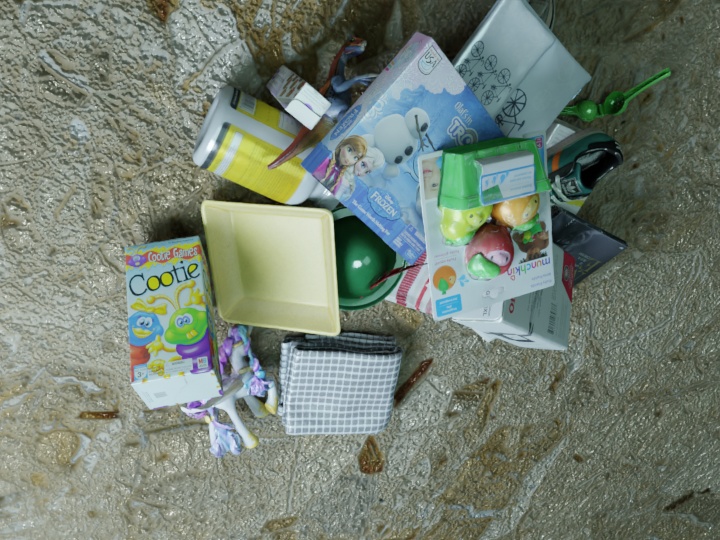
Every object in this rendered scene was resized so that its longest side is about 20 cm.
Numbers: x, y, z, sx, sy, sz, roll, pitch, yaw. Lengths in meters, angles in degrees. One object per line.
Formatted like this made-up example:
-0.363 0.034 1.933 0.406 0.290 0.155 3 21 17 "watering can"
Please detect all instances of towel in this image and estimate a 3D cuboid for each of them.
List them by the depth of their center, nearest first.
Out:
0.082 -0.010 1.019 0.199 0.023 0.145 18 109 -21 "towel"
-0.037 0.192 1.050 0.198 0.086 0.167 3 114 -15 "towel"

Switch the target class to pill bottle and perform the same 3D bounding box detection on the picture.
-0.115 -0.156 0.847 0.199 0.112 0.112 23 108 -23 "pill bottle"

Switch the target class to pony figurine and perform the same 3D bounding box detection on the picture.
-0.214 0.189 0.977 0.193 0.166 0.201 -35 124 -41 "pony figurine"

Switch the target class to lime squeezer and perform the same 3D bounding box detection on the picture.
0.359 -0.250 0.945 0.199 0.071 0.038 -11 88 23 "lime squeezer"

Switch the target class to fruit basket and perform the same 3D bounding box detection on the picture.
0.159 -0.053 0.749 0.184 0.094 0.202 -14 102 -21 "fruit basket"

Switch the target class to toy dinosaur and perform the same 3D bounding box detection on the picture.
-0.032 -0.225 0.803 0.199 0.183 0.105 -4 151 -27 "toy dinosaur"

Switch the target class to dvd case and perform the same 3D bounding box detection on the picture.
0.309 -0.011 1.028 0.148 0.016 0.200 21 136 -24 "dvd case"

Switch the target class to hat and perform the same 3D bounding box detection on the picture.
0.000 0.000 0.897 0.165 0.176 0.200 35 104 -13 "hat"

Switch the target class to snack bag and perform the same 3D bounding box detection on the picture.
0.189 -0.224 0.805 0.199 0.021 0.189 29 104 -37 "snack bag"

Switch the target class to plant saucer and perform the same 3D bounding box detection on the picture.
-0.121 -0.011 0.917 0.198 0.049 0.201 6 118 16 "plant saucer"

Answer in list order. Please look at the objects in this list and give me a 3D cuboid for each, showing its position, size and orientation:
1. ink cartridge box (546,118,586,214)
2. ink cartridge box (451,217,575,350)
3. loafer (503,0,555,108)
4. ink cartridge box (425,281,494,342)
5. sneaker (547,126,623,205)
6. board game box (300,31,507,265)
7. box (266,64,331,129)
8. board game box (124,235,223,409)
0.288 -0.128 0.981 0.116 0.068 0.201 16 116 -20 "ink cartridge box"
0.225 0.023 0.901 0.199 0.083 0.146 23 73 -44 "ink cartridge box"
0.205 -0.311 0.835 0.063 0.072 0.201 40 71 -54 "loafer"
0.195 0.030 1.013 0.109 0.051 0.200 -35 129 20 "ink cartridge box"
0.276 -0.127 0.892 0.199 0.080 0.071 -35 119 11 "sneaker"
0.064 -0.137 0.755 0.199 0.043 0.200 -48 128 4 "board game box"
-0.080 -0.218 0.775 0.041 0.200 0.039 37 100 -26 "box"
-0.254 0.070 0.859 0.102 0.201 0.105 -9 153 -9 "board game box"
